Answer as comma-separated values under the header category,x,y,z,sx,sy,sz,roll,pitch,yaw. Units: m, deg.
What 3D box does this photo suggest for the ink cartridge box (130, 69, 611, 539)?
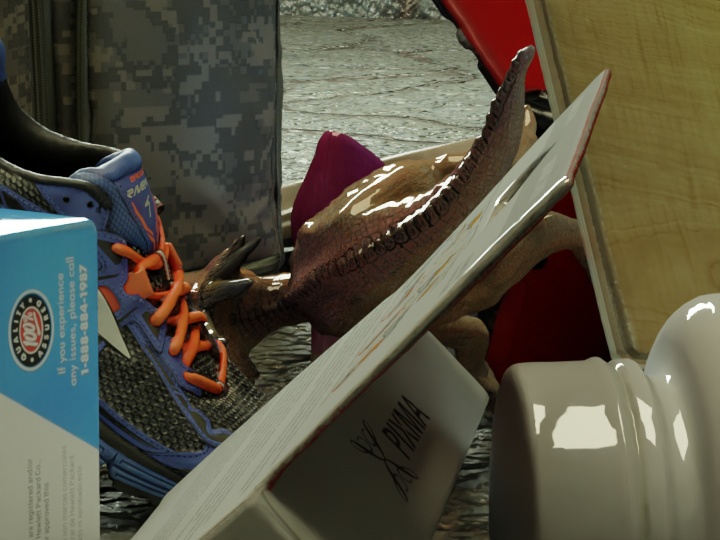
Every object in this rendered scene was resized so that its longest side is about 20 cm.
category,x,y,z,sx,sy,sz,roll,pitch,yaw
ink cartridge box,0.004,0.039,0.537,0.176,0.045,0.200,-43,2,14

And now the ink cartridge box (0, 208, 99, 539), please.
category,x,y,z,sx,sy,sz,roll,pitch,yaw
ink cartridge box,-0.152,0.053,0.543,0.067,0.117,0.199,7,12,36

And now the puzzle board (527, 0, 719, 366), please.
category,x,y,z,sx,sy,sz,roll,pitch,yaw
puzzle board,0.130,-0.036,0.787,0.017,0.152,0.199,-27,-22,39

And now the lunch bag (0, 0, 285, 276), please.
category,x,y,z,sx,sy,sz,roll,pitch,yaw
lunch bag,-0.116,-0.086,1.069,0.166,0.202,0.139,-1,11,-3

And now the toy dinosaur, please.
category,x,y,z,sx,sy,sz,roll,pitch,yaw
toy dinosaur,0.000,0.000,0.807,0.135,0.086,0.200,-7,-21,-24

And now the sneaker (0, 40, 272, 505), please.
category,x,y,z,sx,sy,sz,roll,pitch,yaw
sneaker,-0.086,0.002,0.742,0.200,0.079,0.075,41,15,-4

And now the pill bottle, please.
category,x,y,z,sx,sy,sz,roll,pitch,yaw
pill bottle,0.133,0.059,0.546,0.198,0.110,0.109,-1,10,-5

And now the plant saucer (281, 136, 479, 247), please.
category,x,y,z,sx,sy,sz,roll,pitch,yaw
plant saucer,0.036,-0.043,1.167,0.199,0.030,0.200,-13,0,0

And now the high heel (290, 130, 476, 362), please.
category,x,y,z,sx,sy,sz,roll,pitch,yaw
high heel,0.018,-0.024,1.024,0.067,0.097,0.200,5,11,23

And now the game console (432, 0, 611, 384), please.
category,x,y,z,sx,sy,sz,roll,pitch,yaw
game console,0.087,-0.060,0.958,0.118,0.173,0.199,28,25,34
